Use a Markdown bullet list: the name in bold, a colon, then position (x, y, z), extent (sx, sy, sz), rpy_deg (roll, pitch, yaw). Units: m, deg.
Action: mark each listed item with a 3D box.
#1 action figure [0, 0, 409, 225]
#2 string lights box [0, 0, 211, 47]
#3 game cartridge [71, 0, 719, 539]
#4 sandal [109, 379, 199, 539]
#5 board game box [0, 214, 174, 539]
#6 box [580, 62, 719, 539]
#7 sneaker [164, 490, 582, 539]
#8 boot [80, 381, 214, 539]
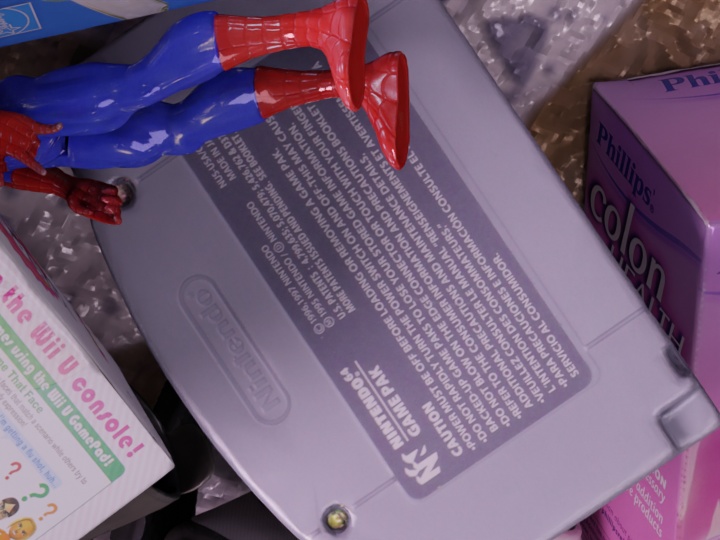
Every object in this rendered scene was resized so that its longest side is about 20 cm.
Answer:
- **action figure**: position (-0.089, -0.041, 0.748), extent (0.199, 0.052, 0.065), rpy_deg (-3, 163, 19)
- **string lights box**: position (-0.038, -0.118, 0.684), extent (0.199, 0.059, 0.103), rpy_deg (-12, 163, 0)
- **game cartridge**: position (0.000, 0.000, 0.791), extent (0.133, 0.041, 0.200), rpy_deg (-33, 86, -2)
- **sandal**: position (-0.094, 0.127, 0.851), extent (0.048, 0.075, 0.201), rpy_deg (15, 83, 7)
- **board game box**: position (-0.170, 0.049, 0.669), extent (0.200, 0.064, 0.148), rpy_deg (-35, 129, -3)
- **box**: position (0.173, 0.029, 0.910), extent (0.175, 0.097, 0.201), rpy_deg (-10, 124, -16)
- **sneaker**: position (0.008, 0.076, 0.870), extent (0.200, 0.074, 0.080), rpy_deg (-9, 116, -50)
- **boot**: position (-0.150, 0.049, 0.757), extent (0.138, 0.078, 0.200), rpy_deg (-28, 151, 20)
